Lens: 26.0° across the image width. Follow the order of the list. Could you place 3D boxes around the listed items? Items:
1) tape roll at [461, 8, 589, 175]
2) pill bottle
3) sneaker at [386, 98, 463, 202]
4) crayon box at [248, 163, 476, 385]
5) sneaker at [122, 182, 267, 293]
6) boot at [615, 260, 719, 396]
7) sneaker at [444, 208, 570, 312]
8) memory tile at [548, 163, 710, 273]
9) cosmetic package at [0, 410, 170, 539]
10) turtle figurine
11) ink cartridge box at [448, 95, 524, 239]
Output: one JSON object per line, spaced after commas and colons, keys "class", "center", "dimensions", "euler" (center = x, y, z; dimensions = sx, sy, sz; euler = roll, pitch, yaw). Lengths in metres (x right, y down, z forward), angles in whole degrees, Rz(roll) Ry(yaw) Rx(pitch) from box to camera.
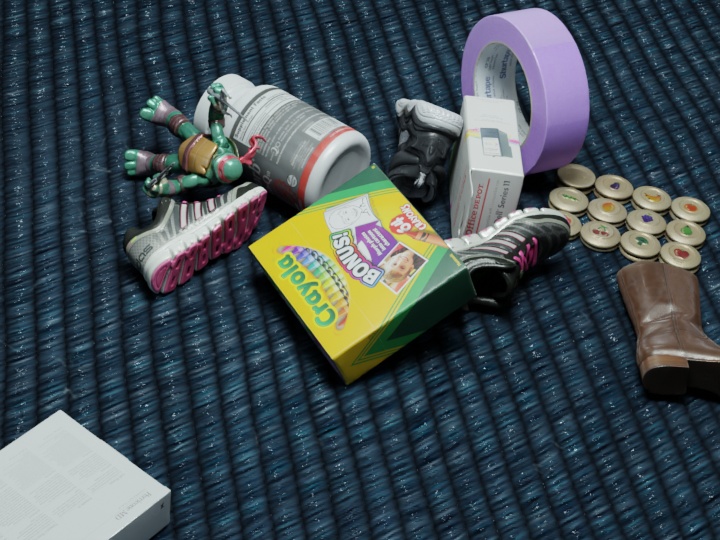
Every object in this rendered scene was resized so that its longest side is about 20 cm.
{"class": "tape roll", "center": [0.202, -0.221, 1.933], "dimensions": [0.065, 0.201, 0.200], "euler": [-13, 44, -23]}
{"class": "pill bottle", "center": [-0.096, -0.152, 1.865], "dimensions": [0.199, 0.116, 0.116], "euler": [31, 44, 26]}
{"class": "sneaker", "center": [0.067, -0.148, 1.921], "dimensions": [0.075, 0.115, 0.200], "euler": [20, 3, -9]}
{"class": "crayon box", "center": [0.000, 0.000, 1.694], "dimensions": [0.172, 0.058, 0.200], "euler": [-33, 49, -8]}
{"class": "sneaker", "center": [-0.190, -0.054, 1.763], "dimensions": [0.087, 0.074, 0.200], "euler": [36, 51, 21]}
{"class": "boot", "center": [0.386, 0.062, 1.740], "dimensions": [0.185, 0.065, 0.201], "euler": [8, 34, -4]}
{"class": "sneaker", "center": [0.162, -0.005, 1.757], "dimensions": [0.199, 0.074, 0.088], "euler": [-19, 46, -23]}
{"class": "memory tile", "center": [0.327, -0.066, 1.913], "dimensions": [0.199, 0.017, 0.154], "euler": [16, 40, 10]}
{"class": "cosmetic package", "center": [-0.294, 0.230, 1.418], "dimensions": [0.150, 0.052, 0.200], "euler": [30, 44, 27]}
{"class": "turtle figurine", "center": [-0.194, -0.137, 1.800], "dimensions": [0.199, 0.101, 0.150], "euler": [20, 72, 50]}
{"class": "ink cartridge box", "center": [0.148, -0.104, 1.848], "dimensions": [0.067, 0.118, 0.201], "euler": [7, 39, -4]}
